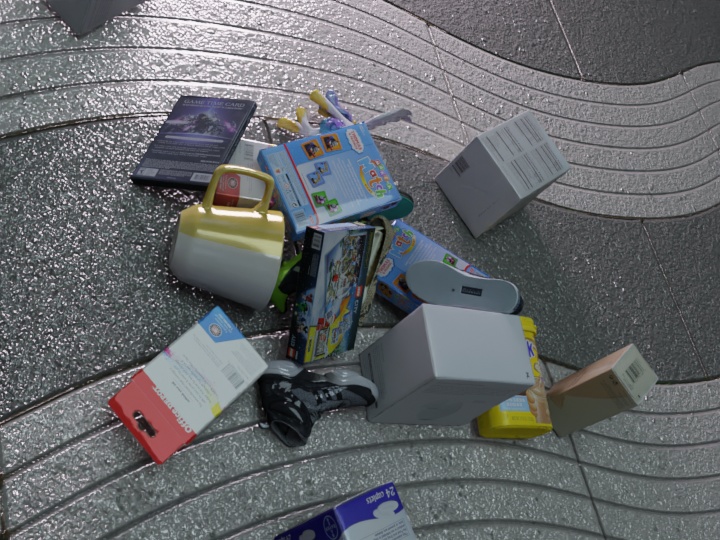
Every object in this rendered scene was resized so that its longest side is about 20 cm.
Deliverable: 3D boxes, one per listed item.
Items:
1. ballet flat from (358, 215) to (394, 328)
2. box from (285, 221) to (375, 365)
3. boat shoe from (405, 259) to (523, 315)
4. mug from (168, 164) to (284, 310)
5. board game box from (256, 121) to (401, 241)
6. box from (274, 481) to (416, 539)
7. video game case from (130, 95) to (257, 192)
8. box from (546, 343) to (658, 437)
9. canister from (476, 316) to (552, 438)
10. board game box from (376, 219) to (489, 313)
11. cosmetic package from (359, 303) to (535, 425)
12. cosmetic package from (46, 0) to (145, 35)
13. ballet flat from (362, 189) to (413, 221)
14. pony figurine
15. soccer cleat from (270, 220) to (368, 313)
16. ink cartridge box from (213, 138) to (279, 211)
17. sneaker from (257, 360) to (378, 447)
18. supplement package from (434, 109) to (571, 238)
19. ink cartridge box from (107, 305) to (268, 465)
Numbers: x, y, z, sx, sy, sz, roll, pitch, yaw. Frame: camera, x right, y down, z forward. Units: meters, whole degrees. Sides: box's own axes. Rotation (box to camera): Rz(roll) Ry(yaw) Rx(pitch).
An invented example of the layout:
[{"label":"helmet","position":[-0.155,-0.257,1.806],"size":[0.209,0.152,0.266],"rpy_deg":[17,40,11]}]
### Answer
[{"label":"ballet flat","position":[0.000,0.000,1.313],"size":[0.067,0.075,0.204],"rpy_deg":[18,79,16]},{"label":"box","position":[-0.044,0.032,1.211],"size":[0.136,0.037,0.205],"rpy_deg":[-10,114,-57]},{"label":"boat shoe","position":[0.175,0.038,1.335],"size":[0.091,0.196,0.072],"rpy_deg":[31,75,-67]},{"label":"mug","position":[-0.203,-0.048,1.203],"size":[0.150,0.149,0.191],"rpy_deg":[12,71,-17]},{"label":"board game box","position":[-0.050,-0.148,1.295],"size":[0.197,0.037,0.154],"rpy_deg":[-20,76,-24]},{"label":"box","position":[-0.003,0.411,1.050],"size":[0.103,0.184,0.203],"rpy_deg":[-12,71,-38]},{"label":"video game case","position":[-0.263,-0.207,1.277],"size":[0.140,0.019,0.203],"rpy_deg":[7,51,16]},{"label":"box","position":[0.422,0.219,1.432],"size":[0.094,0.200,0.078],"rpy_deg":[-33,84,-41]},{"label":"canister","position":[0.259,0.189,1.417],"size":[0.146,0.086,0.204],"rpy_deg":[8,62,-30]},{"label":"board game box","position":[0.111,0.012,1.406],"size":[0.198,0.037,0.152],"rpy_deg":[33,49,6]},{"label":"cosmetic package","position":[0.134,0.156,1.275],"size":[0.196,0.200,0.125],"rpy_deg":[8,60,-30]},{"label":"cosmetic package","position":[-0.402,-0.522,1.284],"size":[0.123,0.199,0.200],"rpy_deg":[44,49,-4]},{"label":"ballet flat","position":[-0.002,-0.124,1.415],"size":[0.196,0.073,0.074],"rpy_deg":[-9,68,-19]},{"label":"pony figurine","position":[-0.024,-0.240,1.440],"size":[0.191,0.168,0.200],"rpy_deg":[-26,62,-37]},{"label":"soccer cleat","position":[-0.063,-0.007,1.280],"size":[0.198,0.068,0.082],"rpy_deg":[-33,85,-4]},{"label":"ink cartridge box","position":[-0.145,-0.142,1.322],"size":[0.196,0.068,0.119],"rpy_deg":[9,60,-17]},{"label":"sneaker","position":[-0.065,0.209,1.197],"size":[0.196,0.076,0.116],"rpy_deg":[13,58,-20]},{"label":"supplement package","position":[0.287,-0.196,1.606],"size":[0.199,0.152,0.152],"rpy_deg":[-30,82,-41]},{"label":"ink cartridge box","position":[-0.237,0.161,1.095],"size":[0.117,0.067,0.199],"rpy_deg":[48,62,1]}]
